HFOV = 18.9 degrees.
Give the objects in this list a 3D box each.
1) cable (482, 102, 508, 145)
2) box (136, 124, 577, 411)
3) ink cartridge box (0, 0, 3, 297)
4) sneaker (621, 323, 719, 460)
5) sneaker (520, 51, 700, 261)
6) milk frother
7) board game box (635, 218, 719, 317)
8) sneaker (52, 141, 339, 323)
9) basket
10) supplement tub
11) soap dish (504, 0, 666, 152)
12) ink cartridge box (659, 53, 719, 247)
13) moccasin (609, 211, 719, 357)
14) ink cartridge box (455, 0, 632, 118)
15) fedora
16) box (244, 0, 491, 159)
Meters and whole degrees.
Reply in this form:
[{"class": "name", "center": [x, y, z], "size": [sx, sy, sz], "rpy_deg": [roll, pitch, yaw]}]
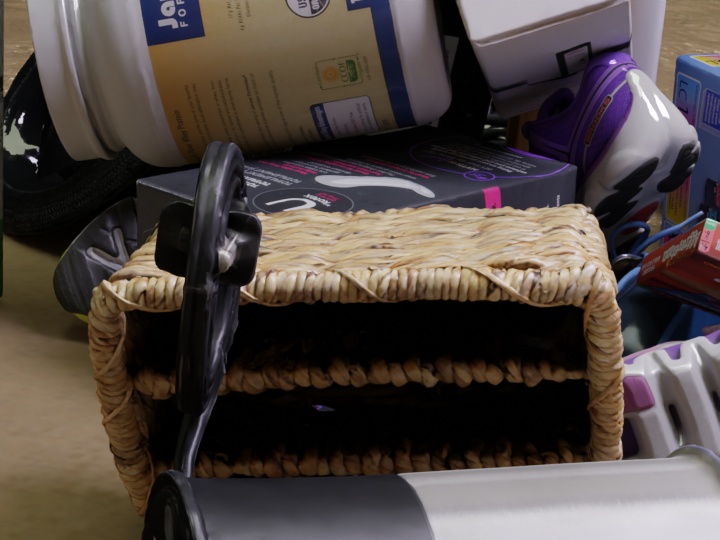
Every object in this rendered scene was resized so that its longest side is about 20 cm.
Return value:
[{"class": "cable", "center": [0.145, -0.097, 1.532], "size": [0.163, 0.051, 0.200], "rpy_deg": [12, 16, 9]}, {"class": "box", "center": [0.000, 0.000, 1.089], "size": [0.200, 0.106, 0.122], "rpy_deg": [-13, 22, -41]}, {"class": "ink cartridge box", "center": [-0.266, -0.078, 1.126], "size": [0.146, 0.200, 0.083], "rpy_deg": [8, 18, 13]}, {"class": "sneaker", "center": [0.177, 0.052, 0.965], "size": [0.200, 0.081, 0.088], "rpy_deg": [-17, 2, 6]}, {"class": "sneaker", "center": [0.116, -0.050, 1.169], "size": [0.081, 0.200, 0.083], "rpy_deg": [-15, 68, -30]}, {"class": "milk frother", "center": [0.025, 0.068, 0.712], "size": [0.188, 0.200, 0.181], "rpy_deg": [-2, 30, -16]}, {"class": "board game box", "center": [0.238, 0.026, 1.019], "size": [0.200, 0.019, 0.103], "rpy_deg": [20, -13, -5]}, {"class": "sneaker", "center": [-0.080, -0.008, 1.181], "size": [0.200, 0.078, 0.090], "rpy_deg": [-17, -5, -30]}, {"class": "basket", "center": [0.002, 0.054, 0.852], "size": [0.200, 0.143, 0.149], "rpy_deg": [-1, 12, 4]}, {"class": "supplement tub", "center": [-0.061, -0.132, 1.115], "size": [0.200, 0.145, 0.144], "rpy_deg": [-10, 17, 4]}, {"class": "soap dish", "center": [0.133, -0.115, 1.315], "size": [0.081, 0.200, 0.157], "rpy_deg": [7, 18, 1]}, {"class": "ink cartridge box", "center": [0.249, -0.035, 1.197], "size": [0.076, 0.137, 0.200], "rpy_deg": [-6, 20, -22]}, {"class": "moccasin", "center": [0.148, 0.013, 1.118], "size": [0.068, 0.081, 0.200], "rpy_deg": [15, 20, 19]}, {"class": "ink cartridge box", "center": [0.083, -0.174, 1.124], "size": [0.084, 0.146, 0.200], "rpy_deg": [-17, -9, 6]}, {"class": "fedora", "center": [-0.138, -0.085, 1.315], "size": [0.092, 0.201, 0.201], "rpy_deg": [35, -3, -35]}, {"class": "box", "center": [-0.004, -0.144, 1.362], "size": [0.123, 0.200, 0.198], "rpy_deg": [8, 15, -25]}]
